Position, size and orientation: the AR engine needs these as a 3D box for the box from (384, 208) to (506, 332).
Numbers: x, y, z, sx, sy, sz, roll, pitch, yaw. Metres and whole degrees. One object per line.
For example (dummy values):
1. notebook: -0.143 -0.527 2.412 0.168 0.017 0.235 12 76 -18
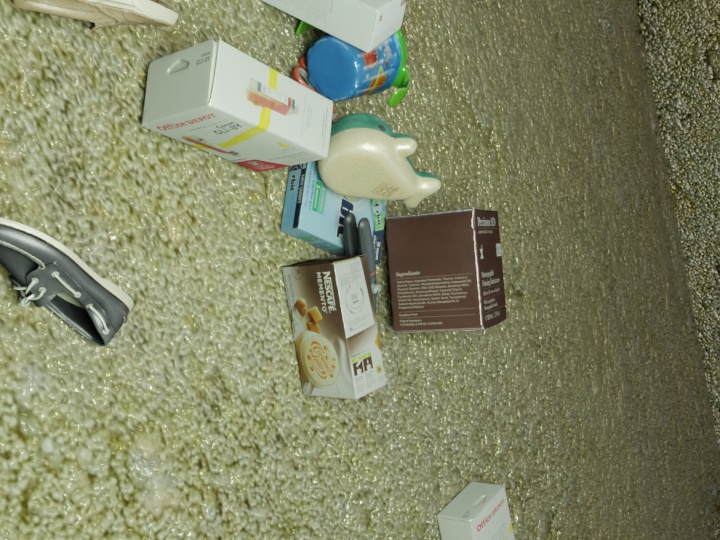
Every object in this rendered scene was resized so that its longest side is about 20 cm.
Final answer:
1. box: 0.153 0.001 1.219 0.166 0.163 0.202 -7 93 -64

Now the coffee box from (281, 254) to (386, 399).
1. coffee box: -0.039 0.083 1.042 0.079 0.114 0.202 -15 99 -49

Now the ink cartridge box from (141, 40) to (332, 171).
1. ink cartridge box: -0.156 -0.202 0.892 0.199 0.144 0.084 17 76 -48

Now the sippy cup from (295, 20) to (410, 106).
1. sippy cup: -0.015 -0.329 1.082 0.130 0.177 0.140 -44 135 -48

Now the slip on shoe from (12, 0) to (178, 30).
1. slip on shoe: -0.304 -0.310 0.804 0.200 0.076 0.061 -8 132 -58

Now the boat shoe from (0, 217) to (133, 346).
1. boat shoe: -0.328 0.014 0.732 0.200 0.072 0.063 46 51 -44

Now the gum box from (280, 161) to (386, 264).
1. gum box: -0.034 -0.116 1.120 0.199 0.044 0.171 22 70 -47

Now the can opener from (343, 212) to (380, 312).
1. can opener: 0.000 0.000 1.090 0.079 0.063 0.201 -47 149 -46

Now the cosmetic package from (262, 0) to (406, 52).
1. cosmetic package: -0.040 -0.407 1.020 0.102 0.199 0.074 -47 163 -39

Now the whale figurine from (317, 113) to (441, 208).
1. whale figurine: 0.028 -0.166 1.055 0.199 0.159 0.104 20 51 -31

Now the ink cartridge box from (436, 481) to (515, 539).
1. ink cartridge box: 0.235 0.539 1.355 0.145 0.083 0.201 -23 104 -49

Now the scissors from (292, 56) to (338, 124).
1. scissors: -0.042 -0.249 1.102 0.200 0.014 0.073 54 31 -13
